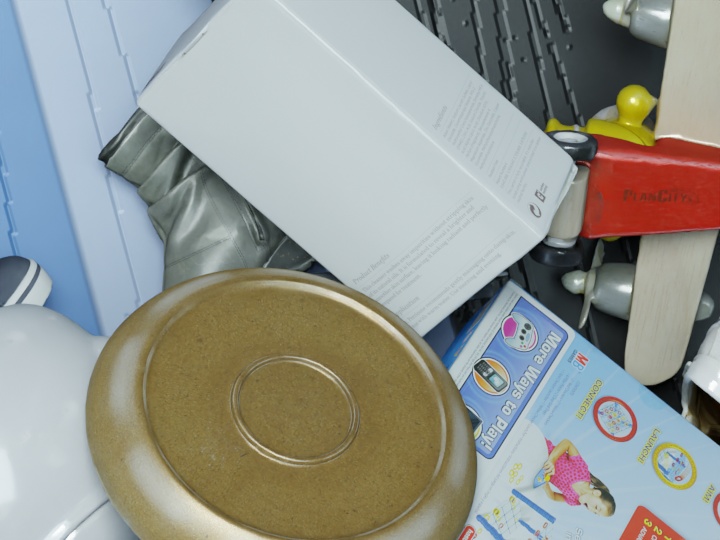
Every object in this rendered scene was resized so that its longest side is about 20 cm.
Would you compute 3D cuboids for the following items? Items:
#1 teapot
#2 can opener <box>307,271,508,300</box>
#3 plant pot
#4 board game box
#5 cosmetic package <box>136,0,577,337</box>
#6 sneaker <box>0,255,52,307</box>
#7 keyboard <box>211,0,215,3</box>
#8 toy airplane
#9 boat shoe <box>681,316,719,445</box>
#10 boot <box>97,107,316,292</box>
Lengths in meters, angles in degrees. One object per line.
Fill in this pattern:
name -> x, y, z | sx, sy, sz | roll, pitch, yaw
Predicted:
teapot -> -0.175, 0.128, 1.255 | 0.146, 0.200, 0.197 | 41, 43, 13
can opener -> 0.000, 0.000, 1.351 | 0.200, 0.053, 0.067 | -5, 82, -43
plant pot -> -0.034, 0.074, 1.208 | 0.200, 0.027, 0.200 | 9, 52, -12
board game box -> 0.101, 0.137, 1.282 | 0.196, 0.056, 0.200 | 39, 50, -2
cosmetic package -> -0.002, -0.072, 1.272 | 0.200, 0.081, 0.113 | 43, 127, -11
sneaker -> -0.261, 0.043, 1.307 | 0.200, 0.078, 0.079 | -38, 108, -8
keyboard -> -0.079, -0.202, 1.316 | 0.104, 0.040, 0.200 | -60, 142, -37
toy airplane -> 0.174, -0.059, 1.386 | 0.200, 0.141, 0.199 | -42, 114, 6
boat shoe -> 0.205, 0.088, 1.388 | 0.071, 0.200, 0.070 | 39, 73, 18
boot -> -0.102, -0.023, 1.360 | 0.131, 0.068, 0.200 | 46, 74, -9
